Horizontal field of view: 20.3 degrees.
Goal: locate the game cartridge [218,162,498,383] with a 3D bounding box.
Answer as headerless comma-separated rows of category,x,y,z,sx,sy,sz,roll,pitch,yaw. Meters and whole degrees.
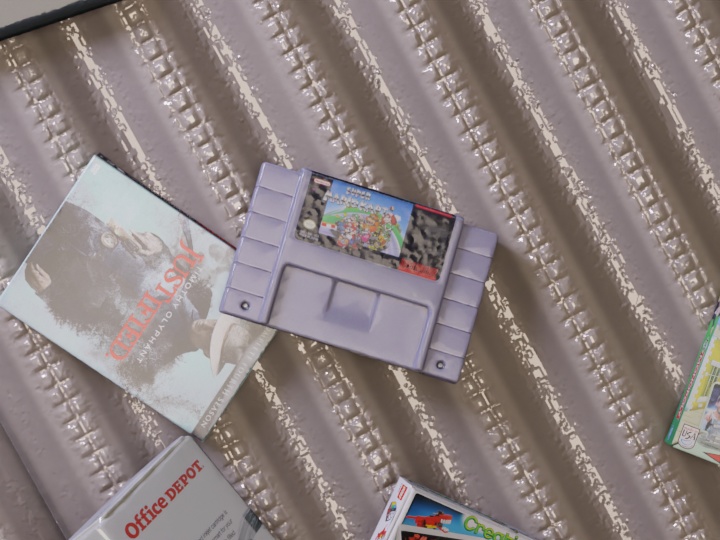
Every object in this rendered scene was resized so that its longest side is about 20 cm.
game cartridge,0.000,0.000,1.597,0.199,0.038,0.130,17,88,-7

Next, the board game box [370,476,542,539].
board game box,0.092,0.260,1.598,0.199,0.035,0.127,26,90,-19

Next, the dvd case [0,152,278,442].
dvd case,-0.168,0.022,1.607,0.200,0.022,0.146,35,91,-5

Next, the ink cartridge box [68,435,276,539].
ink cartridge box,-0.127,0.250,1.552,0.083,0.147,0.200,-36,94,35

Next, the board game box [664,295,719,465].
board game box,0.363,0.113,1.634,0.199,0.029,0.135,20,92,-3

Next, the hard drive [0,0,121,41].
hard drive,-0.295,-0.251,1.583,0.199,0.033,0.140,-18,93,-2
